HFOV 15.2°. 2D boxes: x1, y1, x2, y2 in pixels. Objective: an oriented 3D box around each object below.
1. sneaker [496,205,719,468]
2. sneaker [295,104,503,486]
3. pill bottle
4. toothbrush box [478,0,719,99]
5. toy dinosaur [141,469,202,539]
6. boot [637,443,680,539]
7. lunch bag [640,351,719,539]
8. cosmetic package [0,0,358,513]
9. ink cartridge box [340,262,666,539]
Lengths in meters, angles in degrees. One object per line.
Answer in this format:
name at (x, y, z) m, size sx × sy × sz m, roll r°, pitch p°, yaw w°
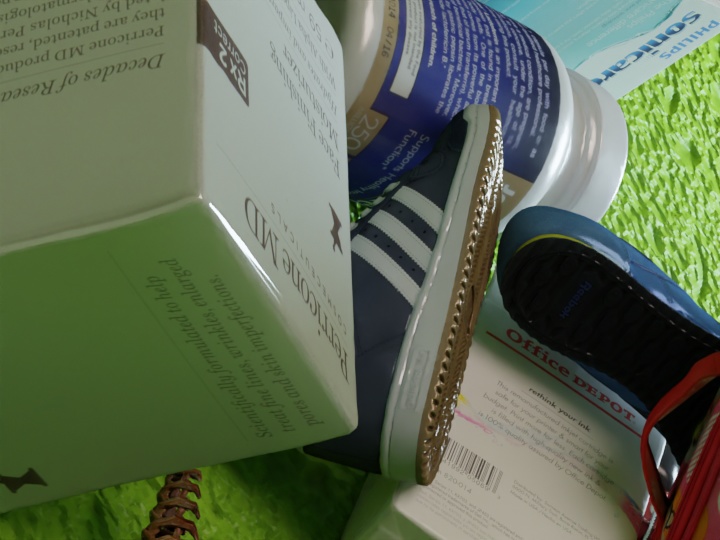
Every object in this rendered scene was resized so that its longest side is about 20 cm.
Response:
sneaker at (0.147, 0.039, 1.262) m, size 0.200 × 0.066 × 0.079 m, roll 40°, pitch 18°, yaw -8°
sneaker at (0.000, 0.000, 1.205) m, size 0.070 × 0.108 × 0.201 m, roll 82°, pitch 19°, yaw -52°
pill bottle at (0.032, -0.081, 1.320) m, size 0.199 × 0.116 × 0.116 m, roll 21°, pitch 48°, yaw -39°
toothbrush box at (0.078, -0.157, 1.409) m, size 0.199 × 0.146 × 0.086 m, roll 18°, pitch 50°, yaw -41°
toy dinosaur at (-0.053, 0.175, 1.046) m, size 0.135 × 0.102 × 0.201 m, roll 5°, pitch 82°, yaw -28°
boot at (0.164, 0.165, 1.334) m, size 0.144 × 0.072 × 0.201 m, roll 31°, pitch 38°, yaw -27°
lunch bag at (0.212, 0.094, 1.198) m, size 0.175 × 0.201 × 0.082 m, roll 20°, pitch 22°, yaw 1°
cosmetic package at (-0.105, -0.042, 1.039) m, size 0.165 × 0.164 × 0.201 m, roll 57°, pitch 24°, yaw -51°
ink cartridge box at (0.071, 0.094, 1.254) m, size 0.117 × 0.067 × 0.200 m, roll 34°, pitch 39°, yaw -6°
